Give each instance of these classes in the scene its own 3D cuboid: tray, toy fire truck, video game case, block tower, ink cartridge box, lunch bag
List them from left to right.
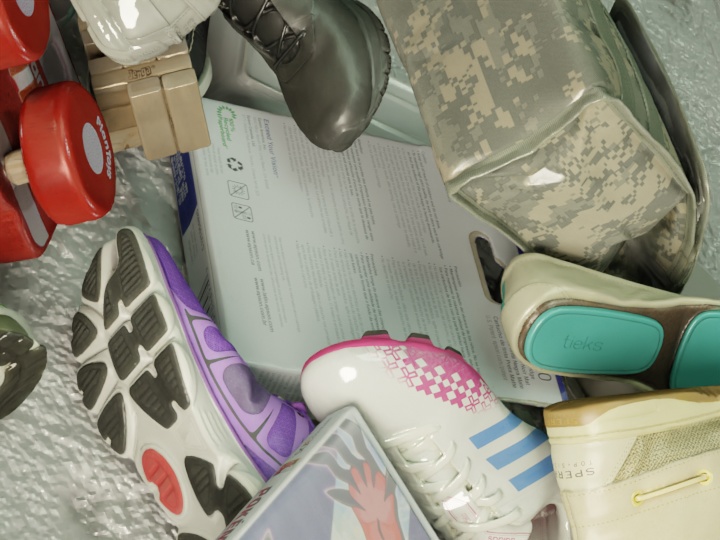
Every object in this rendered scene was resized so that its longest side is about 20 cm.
[{"bbox_3d":[-0.186,-0.108,0.973,0.168,0.111,0.201,-82,155,-59],"label":"toy fire truck"},{"bbox_3d":[-0.127,-0.154,1.074,0.053,0.058,0.201,-14,56,-5],"label":"block tower"},{"bbox_3d":[-0.004,-0.100,1.234,0.199,0.022,0.108,24,38,-18],"label":"tray"},{"bbox_3d":[0.000,0.000,1.101,0.198,0.041,0.201,9,44,-23],"label":"ink cartridge box"},{"bbox_3d":[0.005,0.186,0.879,0.201,0.023,0.182,57,36,-9],"label":"video game case"},{"bbox_3d":[0.115,-0.085,1.121,0.200,0.117,0.165,37,28,-49],"label":"lunch bag"}]

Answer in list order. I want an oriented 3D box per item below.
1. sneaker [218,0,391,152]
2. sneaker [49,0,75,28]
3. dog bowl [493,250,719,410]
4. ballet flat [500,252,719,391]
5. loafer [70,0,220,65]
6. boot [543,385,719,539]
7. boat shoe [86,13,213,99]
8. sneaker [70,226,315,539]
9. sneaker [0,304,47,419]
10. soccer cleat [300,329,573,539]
[{"bbox_3d":[-0.049,-0.150,1.121,0.090,0.076,0.201,8,48,-40],"label":"sneaker"},{"bbox_3d":[-0.214,-0.188,1.051,0.199,0.140,0.078,-4,49,-42],"label":"sneaker"},{"bbox_3d":[0.166,0.038,1.197,0.199,0.059,0.201,23,39,-19],"label":"dog bowl"},{"bbox_3d":[0.160,0.034,1.100,0.198,0.070,0.070,17,41,-27],"label":"ballet flat"},{"bbox_3d":[-0.139,-0.198,0.979,0.201,0.069,0.070,60,0,-13],"label":"loafer"},{"bbox_3d":[0.187,0.138,1.036,0.198,0.073,0.157,-2,86,-31],"label":"boot"},{"bbox_3d":[-0.114,-0.152,1.144,0.073,0.061,0.201,3,37,9],"label":"boat shoe"},{"bbox_3d":[-0.069,0.070,0.961,0.083,0.081,0.201,-14,69,-49],"label":"sneaker"},{"bbox_3d":[-0.241,0.019,0.885,0.199,0.077,0.089,12,30,-38],"label":"sneaker"},{"bbox_3d":[0.048,0.096,0.994,0.199,0.070,0.087,30,40,-44],"label":"soccer cleat"}]
